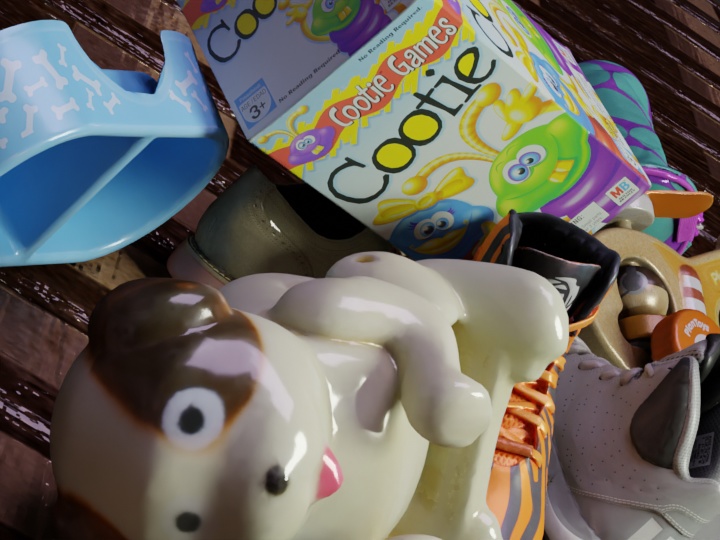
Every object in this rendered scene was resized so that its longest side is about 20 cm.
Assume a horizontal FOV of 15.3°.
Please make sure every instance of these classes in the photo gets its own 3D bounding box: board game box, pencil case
[{"bbox_3d":[0.026,-0.081,1.212,0.200,0.105,0.103,34,22,-48],"label":"board game box"},{"bbox_3d":[0.161,-0.065,1.710,0.092,0.085,0.200,14,23,-11],"label":"pencil case"}]

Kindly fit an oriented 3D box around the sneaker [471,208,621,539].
[{"bbox_3d":[0.060,0.046,1.144,0.077,0.112,0.200,19,39,-15],"label":"sneaker"}]

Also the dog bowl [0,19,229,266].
[{"bbox_3d":[-0.126,-0.048,1.119,0.050,0.111,0.200,54,22,14],"label":"dog bowl"}]

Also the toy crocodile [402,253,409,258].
[{"bbox_3d":[0.071,0.010,1.386,0.200,0.068,0.062,28,22,-17],"label":"toy crocodile"}]

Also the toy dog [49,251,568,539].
[{"bbox_3d":[-0.034,0.050,0.988,0.193,0.140,0.200,28,14,20],"label":"toy dog"}]

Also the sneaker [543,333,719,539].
[{"bbox_3d":[0.122,0.053,1.244,0.075,0.115,0.200,31,26,-43],"label":"sneaker"}]

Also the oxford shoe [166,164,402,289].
[{"bbox_3d":[0.000,0.000,1.269,0.200,0.074,0.071,13,25,-52],"label":"oxford shoe"}]

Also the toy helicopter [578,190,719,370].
[{"bbox_3d":[0.161,0.004,1.381,0.200,0.079,0.133,-19,79,-52],"label":"toy helicopter"}]

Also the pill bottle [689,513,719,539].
[{"bbox_3d":[0.217,0.106,1.332,0.111,0.111,0.200,40,18,13],"label":"pill bottle"}]
